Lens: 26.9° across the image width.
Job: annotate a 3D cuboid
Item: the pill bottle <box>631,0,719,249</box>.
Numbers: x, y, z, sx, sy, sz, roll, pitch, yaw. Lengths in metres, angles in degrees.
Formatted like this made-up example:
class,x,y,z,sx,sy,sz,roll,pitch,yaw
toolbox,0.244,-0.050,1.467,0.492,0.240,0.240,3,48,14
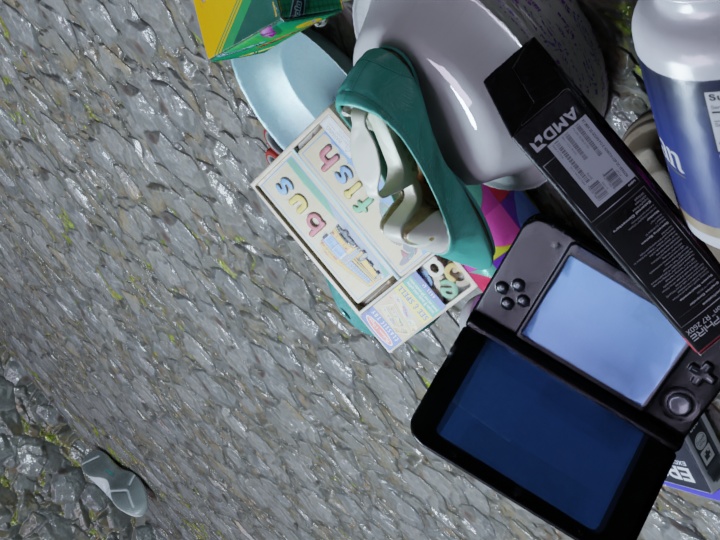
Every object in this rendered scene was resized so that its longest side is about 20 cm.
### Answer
class,x,y,z,sx,sy,sz,roll,pitch,yaw
pill bottle,0.220,-0.118,0.874,0.110,0.111,0.201,22,146,44

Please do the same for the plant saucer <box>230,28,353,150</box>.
class,x,y,z,sx,sy,sz,roll,pitch,yaw
plant saucer,-0.036,-0.155,1.347,0.200,0.039,0.202,38,154,22

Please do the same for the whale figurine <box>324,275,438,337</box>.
class,x,y,z,sx,sy,sz,roll,pitch,yaw
whale figurine,0.000,0.000,1.446,0.199,0.104,0.160,19,148,53

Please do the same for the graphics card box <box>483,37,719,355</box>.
class,x,y,z,sx,sy,sz,roll,pitch,yaw
graphics card box,0.165,-0.050,0.978,0.200,0.051,0.126,45,-166,-19

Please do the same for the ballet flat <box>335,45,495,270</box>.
class,x,y,z,sx,sy,sz,roll,pitch,yaw
ballet flat,0.033,-0.063,1.074,0.067,0.070,0.201,16,143,47

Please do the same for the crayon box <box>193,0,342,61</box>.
class,x,y,z,sx,sy,sz,roll,pitch,yaw
crayon box,-0.088,-0.270,1.116,0.118,0.058,0.203,-14,91,57

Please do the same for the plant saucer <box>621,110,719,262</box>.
class,x,y,z,sx,sy,sz,roll,pitch,yaw
plant saucer,0.257,-0.027,1.061,0.199,0.029,0.201,37,154,21

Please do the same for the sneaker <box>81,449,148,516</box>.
class,x,y,z,sx,sy,sz,roll,pitch,yaw
sneaker,-0.477,0.433,3.015,0.200,0.070,0.080,35,164,40

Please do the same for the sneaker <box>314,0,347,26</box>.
class,x,y,z,sx,sy,sz,roll,pitch,yaw
sneaker,-0.040,-0.235,1.213,0.088,0.077,0.199,40,169,-37

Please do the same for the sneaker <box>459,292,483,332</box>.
class,x,y,z,sx,sy,sz,roll,pitch,yaw
sneaker,0.124,0.107,1.341,0.115,0.074,0.201,-4,124,58

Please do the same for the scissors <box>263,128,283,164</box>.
class,x,y,z,sx,sy,sz,roll,pitch,yaw
scissors,-0.026,-0.087,1.473,0.199,0.014,0.074,30,149,32

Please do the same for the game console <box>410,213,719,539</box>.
class,x,y,z,sx,sy,sz,roll,pitch,yaw
game console,0.169,0.088,1.160,0.199,0.117,0.177,31,124,3

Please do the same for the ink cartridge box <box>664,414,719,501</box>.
class,x,y,z,sx,sy,sz,roll,pitch,yaw
ink cartridge box,0.234,0.136,1.342,0.197,0.043,0.201,9,137,55

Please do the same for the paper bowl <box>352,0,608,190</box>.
class,x,y,z,sx,sy,sz,roll,pitch,yaw
paper bowl,0.074,-0.144,1.096,0.200,0.104,0.202,36,154,21

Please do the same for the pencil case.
class,x,y,z,sx,sy,sz,roll,pitch,yaw
pencil case,0.120,-0.021,1.238,0.201,0.088,0.088,51,156,-8

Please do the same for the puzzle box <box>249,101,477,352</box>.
class,x,y,z,sx,sy,sz,roll,pitch,yaw
puzzle box,0.005,-0.037,1.311,0.200,0.025,0.133,49,133,-1
